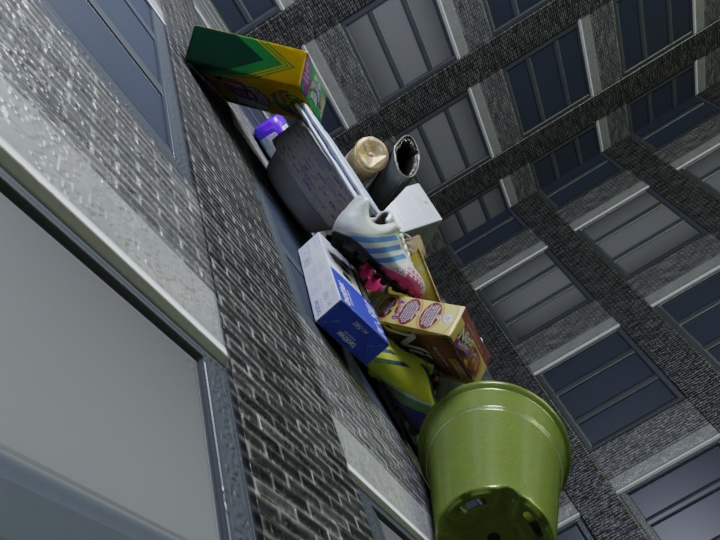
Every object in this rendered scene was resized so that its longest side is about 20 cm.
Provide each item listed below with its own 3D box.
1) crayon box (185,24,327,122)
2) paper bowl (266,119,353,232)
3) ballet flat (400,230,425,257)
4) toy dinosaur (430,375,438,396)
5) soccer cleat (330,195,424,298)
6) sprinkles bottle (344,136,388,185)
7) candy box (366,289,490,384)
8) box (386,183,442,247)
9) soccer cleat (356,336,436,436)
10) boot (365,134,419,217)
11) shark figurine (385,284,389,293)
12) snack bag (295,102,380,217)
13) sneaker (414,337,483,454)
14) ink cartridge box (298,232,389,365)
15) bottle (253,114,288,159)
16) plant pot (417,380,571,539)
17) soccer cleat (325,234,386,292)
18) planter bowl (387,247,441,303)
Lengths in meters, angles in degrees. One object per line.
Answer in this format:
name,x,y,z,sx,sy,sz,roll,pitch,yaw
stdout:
crayon box,-0.151,-0.297,0.919,0.171,0.059,0.200,16,1,5
paper bowl,-0.084,-0.147,1.007,0.201,0.104,0.201,56,5,-8
ballet flat,0.027,-0.053,1.133,0.068,0.198,0.073,86,9,-76
toy dinosaur,0.102,0.213,0.980,0.136,0.085,0.201,-97,171,-61
soccer cleat,0.043,-0.031,0.844,0.070,0.087,0.200,20,-13,47
sprinkles bottle,-0.012,-0.188,1.129,0.069,0.068,0.200,59,-23,0
candy box,0.076,0.093,0.855,0.199,0.057,0.117,6,-39,41
box,0.051,-0.083,1.288,0.107,0.199,0.153,61,-28,22
soccer cleat,0.055,0.137,0.829,0.201,0.083,0.065,54,5,1
boot,0.049,-0.188,1.139,0.201,0.072,0.183,113,-23,-54
shark figurine,0.025,0.053,1.105,0.089,0.129,0.214,38,-22,-5
snack bag,-0.025,-0.159,0.943,0.189,0.021,0.200,57,6,14
sneaker,0.152,0.193,0.884,0.086,0.202,0.075,15,-16,25
ink cartridge box,-0.028,0.031,0.780,0.094,0.044,0.200,45,11,-27
bottle,-0.133,-0.207,1.164,0.201,0.065,0.084,59,4,-18
plant pot,0.154,0.260,0.687,0.201,0.199,0.190,59,17,-4
soccer cleat,0.000,0.000,0.995,0.086,0.070,0.200,34,5,-39
planter bowl,0.096,0.069,1.001,0.200,0.083,0.202,-21,90,-87
